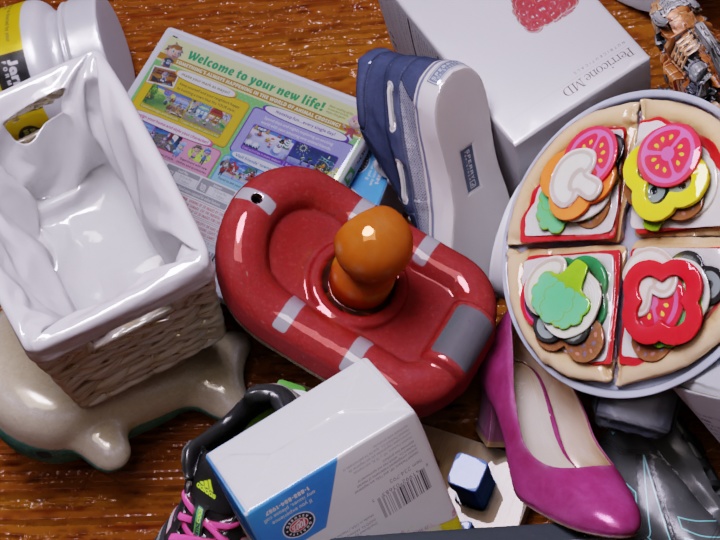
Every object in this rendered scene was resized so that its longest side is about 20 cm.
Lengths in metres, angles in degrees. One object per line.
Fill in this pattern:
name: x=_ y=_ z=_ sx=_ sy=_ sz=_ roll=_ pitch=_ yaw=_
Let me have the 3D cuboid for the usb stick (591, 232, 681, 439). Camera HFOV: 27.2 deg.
usb stick: x=0.197 y=0.009 z=0.956 sx=0.055 sy=0.033 sz=0.201 roll=14 pitch=88 yaw=21

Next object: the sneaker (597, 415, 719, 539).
sneaker: x=0.221 y=0.180 z=0.982 sx=0.079 sy=0.075 sz=0.200 roll=-37 pitch=56 yaw=10

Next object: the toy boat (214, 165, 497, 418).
toy boat: x=0.000 y=0.000 z=0.988 sx=0.200 sy=0.131 sz=0.131 roll=30 pitch=60 yaw=6

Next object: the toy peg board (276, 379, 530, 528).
toy peg board: x=-0.007 y=0.182 z=1.010 sx=0.199 sy=0.098 sz=0.201 roll=16 pitch=71 yaw=20

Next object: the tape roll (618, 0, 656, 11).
tape roll: x=0.193 y=-0.293 z=1.122 sx=0.071 sy=0.203 sz=0.202 roll=-45 pitch=64 yaw=-8

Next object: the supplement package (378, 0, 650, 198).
supplement package: x=0.115 y=-0.165 z=1.126 sx=0.121 sy=0.120 sz=0.200 roll=-33 pitch=63 yaw=-5

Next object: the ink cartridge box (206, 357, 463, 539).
ink cartridge box: x=0.000 y=0.168 z=0.910 sx=0.116 sy=0.200 sz=0.067 roll=-30 pitch=36 yaw=-12

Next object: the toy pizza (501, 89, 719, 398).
toy pizza: x=0.166 y=-0.020 z=0.942 sx=0.200 sy=0.032 sz=0.201 roll=-12 pitch=71 yaw=39

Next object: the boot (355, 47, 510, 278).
boot: x=0.052 y=-0.066 z=1.080 sx=0.073 sy=0.201 sz=0.090 roll=-29 pitch=35 yaw=-33

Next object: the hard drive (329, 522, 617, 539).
hard drive: x=0.053 y=0.221 z=0.906 sx=0.033 sy=0.199 sz=0.140 roll=43 pitch=124 yaw=51

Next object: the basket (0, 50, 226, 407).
basket: x=-0.188 y=-0.025 z=1.028 sx=0.135 sy=0.123 sz=0.200 roll=-27 pitch=63 yaw=-7

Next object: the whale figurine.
whale figurine: x=-0.183 y=0.085 z=1.109 sx=0.199 sy=0.104 sz=0.160 roll=2 pitch=55 yaw=-11

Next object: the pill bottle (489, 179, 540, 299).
pill bottle: x=0.199 y=0.004 z=1.034 sx=0.199 sy=0.113 sz=0.113 roll=19 pitch=71 yaw=21

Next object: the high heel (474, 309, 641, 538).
high heel: x=0.131 y=0.095 z=0.968 sx=0.067 sy=0.200 sz=0.096 roll=5 pitch=107 yaw=-17

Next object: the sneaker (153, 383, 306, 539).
sneaker: x=-0.091 y=0.152 z=0.939 sx=0.074 sy=0.087 sz=0.200 roll=28 pitch=75 yaw=23

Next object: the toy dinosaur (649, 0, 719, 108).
toy dinosaur: x=0.260 y=-0.102 z=1.055 sx=0.102 sy=0.136 sz=0.201 roll=-9 pitch=64 yaw=8

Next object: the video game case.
video game case: x=-0.108 y=-0.076 z=1.118 sx=0.200 sy=0.022 sz=0.182 roll=23 pitch=75 yaw=23

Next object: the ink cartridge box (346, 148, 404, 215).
ink cartridge box: x=-0.072 y=-0.057 z=1.151 sx=0.199 sy=0.067 sz=0.116 roll=15 pitch=71 yaw=19

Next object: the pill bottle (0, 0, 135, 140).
pill bottle: x=-0.294 y=-0.156 z=1.222 sx=0.199 sy=0.114 sz=0.115 roll=-15 pitch=63 yaw=7

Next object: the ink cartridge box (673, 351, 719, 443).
ink cartridge box: x=0.315 y=0.093 z=0.924 sx=0.146 sy=0.083 sz=0.200 roll=-45 pitch=104 yaw=-8
